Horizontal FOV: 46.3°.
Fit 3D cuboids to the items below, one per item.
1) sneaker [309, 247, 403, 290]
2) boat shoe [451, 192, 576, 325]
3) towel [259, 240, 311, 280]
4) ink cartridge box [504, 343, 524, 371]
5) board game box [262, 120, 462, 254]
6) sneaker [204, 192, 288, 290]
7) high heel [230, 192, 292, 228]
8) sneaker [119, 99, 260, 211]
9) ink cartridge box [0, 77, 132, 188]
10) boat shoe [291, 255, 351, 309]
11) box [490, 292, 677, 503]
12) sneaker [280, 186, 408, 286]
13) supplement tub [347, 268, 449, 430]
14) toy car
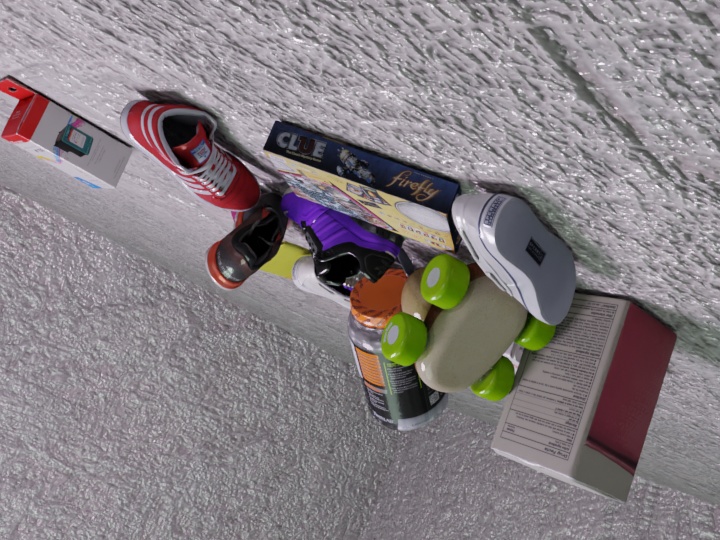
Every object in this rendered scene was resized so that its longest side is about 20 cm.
[{"bbox_3d":[0.000,-0.001,1.207,0.099,0.070,0.199,27,173,44],"label":"sneaker"},{"bbox_3d":[0.152,-0.016,0.816,0.065,0.074,0.200,20,160,42],"label":"boat shoe"},{"bbox_3d":[-0.100,-0.015,1.318,0.085,0.018,0.199,-23,161,22],"label":"towel"},{"bbox_3d":[0.188,0.088,1.192,0.198,0.085,0.144,14,166,48],"label":"ink cartridge box"},{"bbox_3d":[0.009,-0.083,0.865,0.196,0.035,0.136,21,170,15],"label":"board game box"},{"bbox_3d":[-0.120,-0.047,1.059,0.081,0.201,0.077,-29,110,30],"label":"sneaker"},{"bbox_3d":[-0.173,-0.075,1.232,0.094,0.069,0.199,17,158,-24],"label":"high heel"},{"bbox_3d":[-0.176,-0.125,0.970,0.199,0.072,0.112,34,169,-36],"label":"sneaker"},{"bbox_3d":[-0.450,-0.197,1.239,0.198,0.068,0.115,31,168,-32],"label":"ink cartridge box"},{"bbox_3d":[-0.010,0.018,1.295,0.197,0.074,0.065,22,167,-35],"label":"boat shoe"},{"bbox_3d":[0.254,0.138,0.957,0.108,0.204,0.127,27,169,-34],"label":"box"},{"bbox_3d":[-0.038,-0.038,1.005,0.198,0.101,0.069,19,170,41],"label":"sneaker"},{"bbox_3d":[0.051,0.106,1.138,0.121,0.123,0.203,16,136,34],"label":"supplement tub"},{"bbox_3d":[0.105,0.029,0.999,0.162,0.159,0.201,24,-156,-27],"label":"toy car"}]
